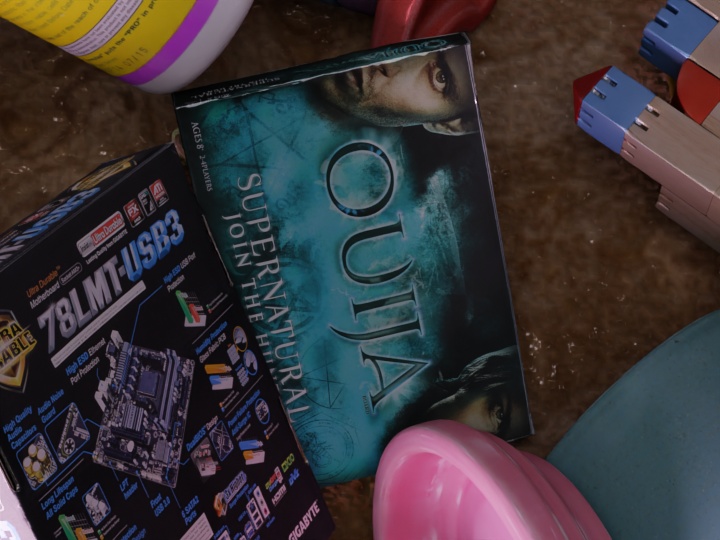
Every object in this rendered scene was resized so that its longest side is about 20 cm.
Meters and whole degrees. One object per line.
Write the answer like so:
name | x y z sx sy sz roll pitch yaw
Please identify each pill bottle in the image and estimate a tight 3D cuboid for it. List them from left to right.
pill bottle | -0.143 -0.161 0.837 0.200 0.104 0.104 26 82 -29

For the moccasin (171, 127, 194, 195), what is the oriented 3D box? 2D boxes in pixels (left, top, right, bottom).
moccasin | -0.076 -0.026 0.939 0.201 0.078 0.074 -28 84 -3

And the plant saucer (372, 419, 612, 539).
plant saucer | 0.070 0.158 0.864 0.051 0.201 0.201 -15 83 -22

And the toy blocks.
toy blocks | 0.193 -0.090 0.945 0.137 0.100 0.200 37 72 15

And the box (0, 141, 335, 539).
box | -0.098 0.072 0.813 0.050 0.200 0.199 -17 106 27

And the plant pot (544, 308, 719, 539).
plant pot | 0.181 0.126 0.871 0.200 0.200 0.188 -41 70 -5

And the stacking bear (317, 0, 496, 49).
stacking bear | -0.032 -0.189 0.946 0.200 0.114 0.121 28 42 15

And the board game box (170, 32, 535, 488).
board game box | 0.000 0.000 0.910 0.135 0.028 0.200 -14 113 -5
